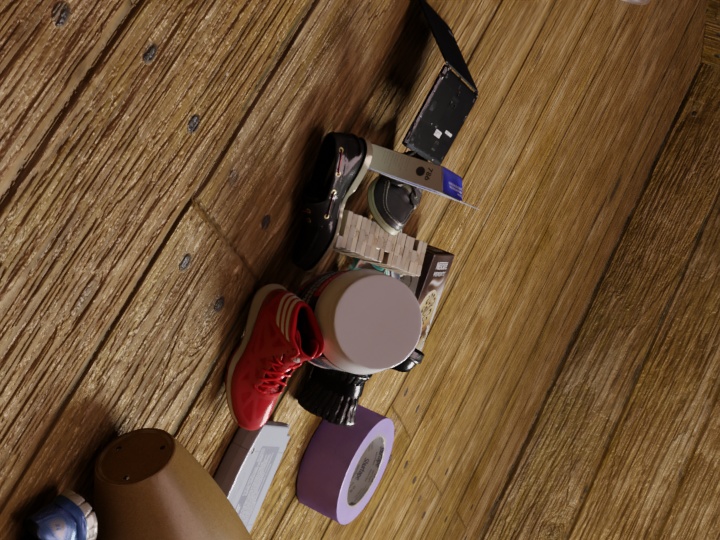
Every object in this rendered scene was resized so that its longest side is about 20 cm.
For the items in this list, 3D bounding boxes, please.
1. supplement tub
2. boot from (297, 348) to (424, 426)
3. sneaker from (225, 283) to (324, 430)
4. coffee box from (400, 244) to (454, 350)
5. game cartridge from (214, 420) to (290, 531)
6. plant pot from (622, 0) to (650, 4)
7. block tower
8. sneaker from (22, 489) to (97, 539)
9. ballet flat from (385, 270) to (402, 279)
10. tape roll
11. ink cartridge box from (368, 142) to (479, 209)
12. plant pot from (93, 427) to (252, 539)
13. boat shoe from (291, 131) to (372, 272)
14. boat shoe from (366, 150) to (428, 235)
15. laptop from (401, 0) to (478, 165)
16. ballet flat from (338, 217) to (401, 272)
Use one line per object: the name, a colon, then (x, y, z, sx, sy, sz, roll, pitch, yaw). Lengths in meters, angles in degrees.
supplement tub: (-0.011, 0.069, 1.419, 0.141, 0.140, 0.200, -63, -163, -11)
boot: (0.000, 0.164, 1.577, 0.079, 0.211, 0.158, 26, 83, -35)
sneaker: (-0.112, 0.125, 1.354, 0.078, 0.115, 0.201, 3, 101, -34)
coffee box: (0.082, 0.052, 1.806, 0.113, 0.080, 0.200, -1, 112, -66)
game cartridge: (-0.173, 0.312, 1.519, 0.200, 0.040, 0.133, -67, 162, -3)
plant pot: (0.559, -0.662, 2.121, 0.200, 0.200, 0.199, -35, 148, -54)
block tower: (0.018, -0.040, 1.515, 0.200, 0.054, 0.058, 17, 84, -47)
sneaker: (-0.341, 0.335, 1.115, 0.089, 0.078, 0.201, -17, 120, -50)
ballet flat: (0.041, 0.034, 1.715, 0.073, 0.073, 0.200, -46, 147, -44)
tape roll: (-0.024, 0.335, 1.821, 0.200, 0.085, 0.200, -49, 150, -40)
ink cartridge box: (0.069, -0.137, 1.438, 0.039, 0.200, 0.099, -69, 160, 4)
plant pot: (-0.230, 0.287, 1.202, 0.186, 0.186, 0.200, -47, 137, -42)
boat shoe: (-0.052, -0.092, 1.391, 0.063, 0.074, 0.202, 11, 114, -32)
boat shoe: (0.061, -0.126, 1.533, 0.066, 0.072, 0.201, -36, -161, 28)
laptop: (0.102, -0.279, 1.553, 0.200, 0.103, 0.177, -61, 158, 6)
ballet flat: (0.000, 0.000, 1.590, 0.076, 0.064, 0.200, 43, 65, -24)
